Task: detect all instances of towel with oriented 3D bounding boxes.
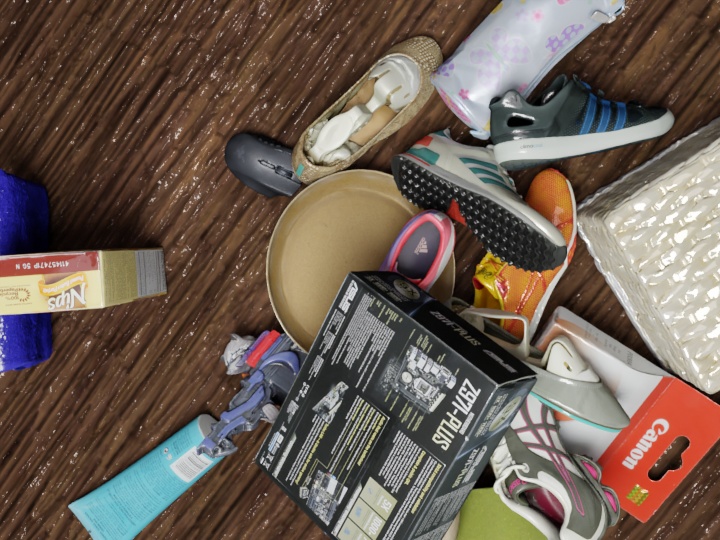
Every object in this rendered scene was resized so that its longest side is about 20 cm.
[{"bbox_3d":[-0.355,0.001,0.898,0.049,0.148,0.203,-4,92,-10],"label":"towel"}]

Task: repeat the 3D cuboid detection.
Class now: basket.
[{"bbox_3d":[0.331,-0.022,0.796,0.199,0.161,0.200,-32,89,10],"label":"basket"}]

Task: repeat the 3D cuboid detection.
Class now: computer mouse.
[{"bbox_3d":[-0.055,-0.090,0.906,0.198,0.034,0.059,24,95,5],"label":"computer mouse"}]

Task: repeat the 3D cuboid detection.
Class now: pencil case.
[{"bbox_3d":[0.163,-0.224,0.846,0.200,0.083,0.091,-44,91,8],"label":"pencil case"}]

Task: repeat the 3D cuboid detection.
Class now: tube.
[{"bbox_3d":[-0.230,0.235,0.942,0.199,0.050,0.078,-39,83,12],"label":"tube"}]

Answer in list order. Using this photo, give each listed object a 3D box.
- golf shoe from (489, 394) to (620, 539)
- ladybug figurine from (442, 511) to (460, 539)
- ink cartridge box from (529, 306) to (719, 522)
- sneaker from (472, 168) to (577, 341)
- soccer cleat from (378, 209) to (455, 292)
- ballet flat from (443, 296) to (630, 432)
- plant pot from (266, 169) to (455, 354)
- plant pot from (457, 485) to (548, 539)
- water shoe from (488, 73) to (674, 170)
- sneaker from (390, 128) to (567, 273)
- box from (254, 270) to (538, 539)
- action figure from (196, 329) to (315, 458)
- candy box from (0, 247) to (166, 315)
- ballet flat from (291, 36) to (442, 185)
[{"bbox_3d":[0.149,0.166,0.793,0.200,0.088,0.078,47,123,25],"label":"golf shoe"},{"bbox_3d":[0.054,0.173,0.833,0.071,0.136,0.202,0,65,-2],"label":"ladybug figurine"},{"bbox_3d":[0.234,0.155,0.846,0.199,0.050,0.163,33,119,9],"label":"ink cartridge box"},{"bbox_3d":[0.156,-0.006,0.852,0.076,0.073,0.202,17,94,-32],"label":"sneaker"},{"bbox_3d":[0.028,0.033,0.813,0.066,0.076,0.201,30,91,11],"label":"soccer cleat"},{"bbox_3d":[0.156,0.080,0.785,0.198,0.067,0.064,23,107,22],"label":"ballet flat"},{"bbox_3d":[0.000,0.000,0.874,0.197,0.027,0.203,0,90,-15],"label":"plant pot"},{"bbox_3d":[0.150,0.313,0.840,0.184,0.187,0.203,-7,76,8],"label":"plant pot"},{"bbox_3d":[0.214,-0.150,0.815,0.198,0.071,0.080,-14,93,-23],"label":"water shoe"},{"bbox_3d":[0.127,-0.079,0.828,0.199,0.071,0.093,33,60,29],"label":"sneaker"},{"bbox_3d":[0.026,0.127,0.732,0.163,0.086,0.202,36,108,29],"label":"box"},{"bbox_3d":[-0.079,0.148,0.882,0.193,0.105,0.200,45,61,10],"label":"action figure"},{"bbox_3d":[-0.276,0.007,0.853,0.114,0.200,0.056,-3,93,3],"label":"candy box"},{"bbox_3d":[0.011,-0.162,0.864,0.070,0.065,0.200,43,89,1],"label":"ballet flat"}]
